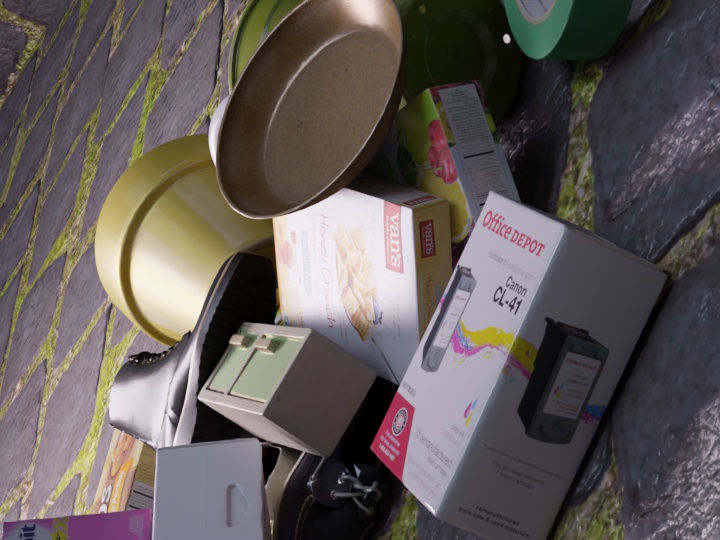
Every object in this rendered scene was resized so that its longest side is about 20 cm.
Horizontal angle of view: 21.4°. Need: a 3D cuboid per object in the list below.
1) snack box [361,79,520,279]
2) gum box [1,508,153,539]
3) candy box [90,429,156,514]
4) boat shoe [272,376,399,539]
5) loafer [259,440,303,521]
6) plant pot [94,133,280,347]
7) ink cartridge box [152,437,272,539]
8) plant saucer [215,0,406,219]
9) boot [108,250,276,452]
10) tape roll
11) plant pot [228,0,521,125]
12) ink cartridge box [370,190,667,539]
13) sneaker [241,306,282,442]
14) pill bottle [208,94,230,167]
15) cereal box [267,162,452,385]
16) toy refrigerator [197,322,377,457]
[{"bbox_3d":[0.045,-0.041,1.451,0.200,0.053,0.143,-32,72,58],"label":"snack box"},{"bbox_3d":[-0.202,0.275,1.470,0.066,0.112,0.201,-94,-2,-47],"label":"gum box"},{"bbox_3d":[-0.233,0.238,1.957,0.115,0.055,0.201,-33,40,58],"label":"candy box"},{"bbox_3d":[-0.011,0.157,1.450,0.063,0.072,0.201,-35,32,60],"label":"boat shoe"},{"bbox_3d":[-0.068,0.171,1.575,0.076,0.068,0.200,-69,16,-6],"label":"loafer"},{"bbox_3d":[-0.120,-0.003,1.757,0.189,0.200,0.202,38,104,53],"label":"plant pot"},{"bbox_3d":[-0.105,0.250,1.439,0.147,0.085,0.201,-94,-1,-53],"label":"ink cartridge box"},{"bbox_3d":[-0.030,-0.123,1.445,0.199,0.035,0.201,-28,47,35],"label":"plant saucer"},{"bbox_3d":[-0.154,0.068,1.635,0.138,0.077,0.201,22,95,44],"label":"boot"},{"bbox_3d":[0.151,-0.255,1.400,0.200,0.048,0.202,178,90,-76],"label":"tape roll"},{"bbox_3d":[0.024,-0.165,1.566,0.192,0.200,0.202,-3,65,56],"label":"plant pot"},{"bbox_3d":[0.099,0.063,1.246,0.201,0.085,0.148,-67,19,4],"label":"ink cartridge box"},{"bbox_3d":[-0.067,0.084,1.638,0.201,0.074,0.085,-55,23,7],"label":"sneaker"},{"bbox_3d":[-0.049,-0.143,1.737,0.109,0.109,0.200,-52,-4,35],"label":"pill bottle"},{"bbox_3d":[0.000,0.000,1.449,0.200,0.039,0.145,20,119,55],"label":"cereal box"},{"bbox_3d":[-0.063,0.089,1.488,0.076,0.070,0.200,-59,15,-9],"label":"toy refrigerator"}]
